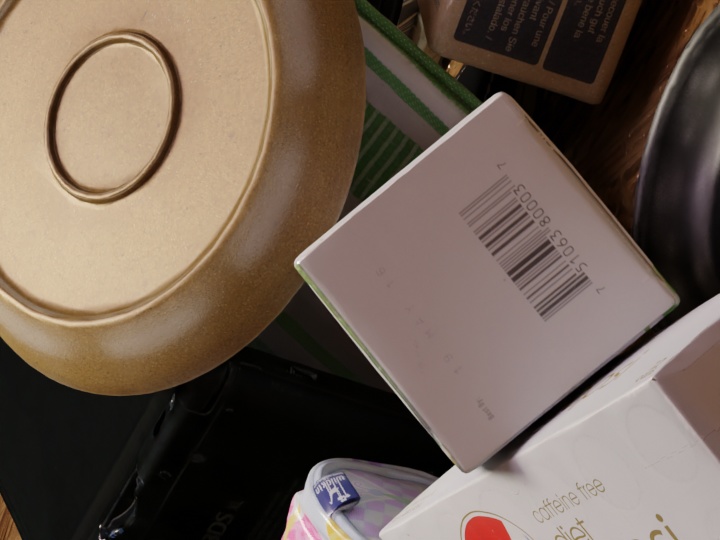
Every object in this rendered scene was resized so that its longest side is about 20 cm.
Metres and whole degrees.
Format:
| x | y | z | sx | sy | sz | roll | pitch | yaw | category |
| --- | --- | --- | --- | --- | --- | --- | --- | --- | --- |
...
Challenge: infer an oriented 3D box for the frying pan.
| x | y | z | sx | sy | sz | roll | pitch | yaw | category |
| --- | --- | --- | --- | --- | --- | --- | --- | --- | --- |
| 0.128 | -0.029 | 0.785 | 0.190 | 0.031 | 0.116 | -169 | 92 | -71 | frying pan |

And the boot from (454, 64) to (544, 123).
| x | y | z | sx | sy | sz | roll | pitch | yaw | category |
| --- | --- | --- | --- | --- | --- | --- | --- | --- | --- |
| -0.020 | -0.041 | 1.100 | 0.073 | 0.150 | 0.200 | -80 | 15 | -56 | boot |

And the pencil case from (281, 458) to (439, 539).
| x | y | z | sx | sy | sz | roll | pitch | yaw | category |
| --- | --- | --- | --- | --- | --- | --- | --- | --- | --- |
| -0.012 | 0.168 | 0.974 | 0.201 | 0.083 | 0.091 | -66 | 33 | 22 | pencil case |

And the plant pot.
| x | y | z | sx | sy | sz | roll | pitch | yaw | category |
| --- | --- | --- | --- | --- | --- | --- | --- | --- | --- |
| -0.086 | -0.055 | 0.979 | 0.199 | 0.027 | 0.201 | -10 | 72 | 34 | plant pot |

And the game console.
| x | y | z | sx | sy | sz | roll | pitch | yaw | category |
| --- | --- | --- | --- | --- | --- | --- | --- | --- | --- |
| -0.064 | 0.061 | 1.074 | 0.200 | 0.175 | 0.117 | 122 | 160 | -45 | game console |

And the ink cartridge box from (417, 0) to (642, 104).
| x | y | z | sx | sy | sz | roll | pitch | yaw | category |
| --- | --- | --- | --- | --- | --- | --- | --- | --- | --- |
| 0.078 | -0.177 | 1.028 | 0.200 | 0.075 | 0.165 | -96 | 25 | -67 | ink cartridge box |

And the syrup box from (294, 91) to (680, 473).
| x | y | z | sx | sy | sz | roll | pitch | yaw | category |
| --- | --- | --- | --- | --- | --- | --- | --- | --- | --- |
| 0.035 | 0.004 | 0.824 | 0.081 | 0.079 | 0.200 | -39 | -1 | 1 | syrup box |

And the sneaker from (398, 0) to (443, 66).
| x | y | z | sx | sy | sz | roll | pitch | yaw | category |
| --- | --- | --- | --- | --- | --- | --- | --- | --- | --- |
| 0.006 | -0.134 | 1.252 | 0.200 | 0.086 | 0.078 | 131 | 154 | -56 | sneaker |

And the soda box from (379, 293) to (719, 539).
| x | y | z | sx | sy | sz | roll | pitch | yaw | category |
| --- | --- | --- | --- | --- | --- | --- | --- | --- | --- |
| 0.079 | 0.063 | 0.749 | 0.064 | 0.068 | 0.200 | -38 | -1 | -27 | soda box |

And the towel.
| x | y | z | sx | sy | sz | roll | pitch | yaw | category |
| --- | --- | --- | --- | --- | --- | --- | --- | --- | --- |
| 0.000 | 0.000 | 1.020 | 0.023 | 0.152 | 0.200 | -42 | -10 | -46 | towel |

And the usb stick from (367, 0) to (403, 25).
| x | y | z | sx | sy | sz | roll | pitch | yaw | category |
| --- | --- | --- | --- | --- | --- | --- | --- | --- | --- |
| 0.010 | -0.149 | 1.047 | 0.055 | 0.032 | 0.201 | 157 | 128 | -74 | usb stick |
